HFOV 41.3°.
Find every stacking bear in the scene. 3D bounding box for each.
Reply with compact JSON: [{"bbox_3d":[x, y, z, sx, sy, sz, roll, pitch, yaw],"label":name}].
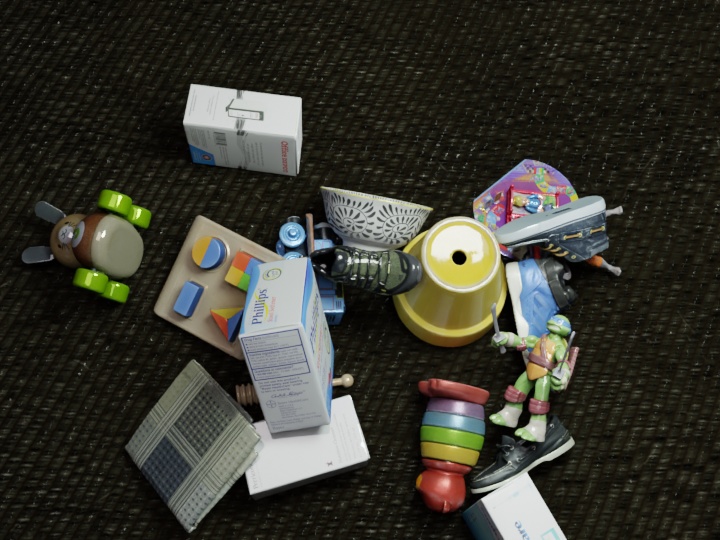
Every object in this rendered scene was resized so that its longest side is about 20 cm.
[{"bbox_3d":[0.140,0.287,1.539,0.112,0.121,0.203,12,79,-7],"label":"stacking bear"}]

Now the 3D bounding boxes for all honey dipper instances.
[{"bbox_3d":[-0.109,0.196,1.601,0.197,0.038,0.039,-8,70,-9],"label":"honey dipper"}]

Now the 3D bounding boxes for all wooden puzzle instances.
[{"bbox_3d":[-0.241,0.027,1.607,0.198,0.046,0.187,26,91,17],"label":"wooden puzzle"}]

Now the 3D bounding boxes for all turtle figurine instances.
[{"bbox_3d":[0.256,0.158,1.494,0.142,0.200,0.197,18,95,19],"label":"turtle figurine"}]

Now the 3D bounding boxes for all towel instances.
[{"bbox_3d":[-0.264,0.275,1.520,0.192,0.034,0.201,43,99,27],"label":"towel"}]

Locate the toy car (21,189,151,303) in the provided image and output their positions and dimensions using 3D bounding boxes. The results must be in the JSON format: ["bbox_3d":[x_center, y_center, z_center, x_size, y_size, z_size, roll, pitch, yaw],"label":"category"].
[{"bbox_3d":[-0.483,-0.053,1.624,0.197,0.158,0.167,12,80,14],"label":"toy car"}]

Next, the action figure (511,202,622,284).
[{"bbox_3d":[0.357,-0.026,1.675,0.190,0.105,0.203,1,106,-5],"label":"action figure"}]

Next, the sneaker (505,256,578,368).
[{"bbox_3d":[0.316,0.077,1.603,0.110,0.077,0.203,-11,89,11],"label":"sneaker"}]

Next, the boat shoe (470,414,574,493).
[{"bbox_3d":[0.254,0.293,1.545,0.197,0.074,0.067,-23,89,-15],"label":"boat shoe"}]

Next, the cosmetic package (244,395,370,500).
[{"bbox_3d":[-0.095,0.286,1.542,0.197,0.081,0.114,-17,73,-9],"label":"cosmetic package"}]

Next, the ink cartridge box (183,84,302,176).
[{"bbox_3d":[-0.204,-0.247,1.696,0.197,0.146,0.086,7,68,0],"label":"ink cartridge box"}]

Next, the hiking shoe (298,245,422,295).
[{"bbox_3d":[0.000,0.000,1.526,0.197,0.100,0.077,4,91,30],"label":"hiking shoe"}]

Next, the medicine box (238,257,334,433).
[{"bbox_3d":[-0.111,0.116,1.499,0.101,0.202,0.183,-8,34,6],"label":"medicine box"}]

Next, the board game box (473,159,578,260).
[{"bbox_3d":[0.306,-0.115,1.722,0.199,0.039,0.158,-38,75,-13],"label":"board game box"}]

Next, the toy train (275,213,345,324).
[{"bbox_3d":[-0.085,0.001,1.647,0.112,0.087,0.203,0,68,-12],"label":"toy train"}]

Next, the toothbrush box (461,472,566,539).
[{"bbox_3d":[0.237,0.404,1.448,0.084,0.200,0.148,-27,72,-11],"label":"toothbrush box"}]

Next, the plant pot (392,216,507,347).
[{"bbox_3d":[0.155,0.006,1.595,0.197,0.189,0.204,0,70,-1],"label":"plant pot"}]

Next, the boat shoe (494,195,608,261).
[{"bbox_3d":[0.320,-0.051,1.570,0.197,0.071,0.092,-17,105,-11],"label":"boat shoe"}]

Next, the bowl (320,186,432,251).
[{"bbox_3d":[0.019,-0.080,1.643,0.198,0.201,0.096,12,96,2],"label":"bowl"}]
